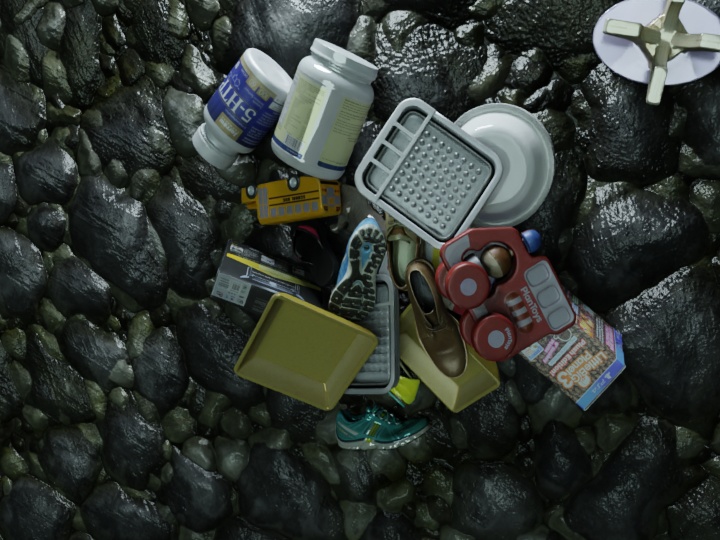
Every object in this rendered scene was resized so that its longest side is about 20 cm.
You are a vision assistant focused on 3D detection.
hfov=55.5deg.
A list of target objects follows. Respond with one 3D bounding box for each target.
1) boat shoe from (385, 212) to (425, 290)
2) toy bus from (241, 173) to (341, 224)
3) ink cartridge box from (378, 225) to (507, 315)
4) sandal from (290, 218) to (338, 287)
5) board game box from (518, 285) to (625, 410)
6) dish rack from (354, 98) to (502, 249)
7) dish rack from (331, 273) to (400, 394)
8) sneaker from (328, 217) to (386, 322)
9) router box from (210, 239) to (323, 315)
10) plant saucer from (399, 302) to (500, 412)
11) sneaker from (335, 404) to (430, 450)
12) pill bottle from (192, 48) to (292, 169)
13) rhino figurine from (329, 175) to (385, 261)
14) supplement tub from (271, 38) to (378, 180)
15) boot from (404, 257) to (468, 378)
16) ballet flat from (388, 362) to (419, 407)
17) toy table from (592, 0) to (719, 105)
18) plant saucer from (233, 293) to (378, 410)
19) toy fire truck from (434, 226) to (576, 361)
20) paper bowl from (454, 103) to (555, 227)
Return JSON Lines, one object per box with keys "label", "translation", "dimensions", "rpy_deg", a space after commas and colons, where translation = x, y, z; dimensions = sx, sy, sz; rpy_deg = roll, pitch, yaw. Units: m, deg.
{"label": "boat shoe", "translation": [0.075, -0.066, 1.136], "dimensions": [0.073, 0.074, 0.207], "rpy_deg": [-3, 99, 20]}
{"label": "toy bus", "translation": [-0.131, -0.131, 1.262], "dimensions": [0.195, 0.064, 0.081], "rpy_deg": [-6, 91, 35]}
{"label": "ink cartridge box", "translation": [0.147, -0.024, 1.204], "dimensions": [0.196, 0.083, 0.149], "rpy_deg": [26, 108, 13]}
{"label": "sandal", "translation": [-0.094, -0.045, 1.245], "dimensions": [0.044, 0.201, 0.076], "rpy_deg": [17, 114, -33]}
{"label": "board game box", "translation": [0.324, 0.100, 1.127], "dimensions": [0.199, 0.159, 0.098], "rpy_deg": [41, 112, 7]}
{"label": "dish rack", "translation": [0.107, -0.149, 1.082], "dimensions": [0.198, 0.044, 0.174], "rpy_deg": [36, 92, 8]}
{"label": "dish rack", "translation": [0.014, 0.117, 1.228], "dimensions": [0.169, 0.043, 0.207], "rpy_deg": [-10, 76, 47]}
{"label": "sneaker", "translation": [0.000, 0.000, 1.190], "dimensions": [0.076, 0.091, 0.204], "rpy_deg": [17, 119, -7]}
{"label": "router box", "translation": [-0.166, 0.027, 1.251], "dimensions": [0.195, 0.158, 0.053], "rpy_deg": [21, 110, -12]}
{"label": "plant saucer", "translation": [0.147, 0.144, 1.218], "dimensions": [0.200, 0.048, 0.201], "rpy_deg": [45, 151, 6]}
{"label": "sneaker", "translation": [0.038, 0.300, 1.320], "dimensions": [0.194, 0.077, 0.082], "rpy_deg": [-8, 90, 21]}
{"label": "pill bottle", "translation": [-0.218, -0.289, 1.258], "dimensions": [0.120, 0.119, 0.200], "rpy_deg": [46, 112, 4]}
{"label": "rhino figurine", "translation": [-0.013, -0.102, 1.254], "dimensions": [0.201, 0.059, 0.088], "rpy_deg": [51, 125, 17]}
{"label": "supplement tub", "translation": [-0.061, -0.278, 1.190], "dimensions": [0.142, 0.145, 0.204], "rpy_deg": [28, 109, 11]}
{"label": "boot", "translation": [0.116, 0.085, 1.088], "dimensions": [0.072, 0.076, 0.205], "rpy_deg": [-21, 97, 11]}
{"label": "ballet flat", "translation": [0.030, 0.175, 1.304], "dimensions": [0.198, 0.067, 0.068], "rpy_deg": [37, 90, 13]}
{"label": "toy table", "translation": [0.447, -0.342, 1.013], "dimensions": [0.194, 0.117, 0.190], "rpy_deg": [2, 102, 18]}
{"label": "plant saucer", "translation": [-0.095, 0.133, 1.183], "dimensions": [0.196, 0.049, 0.202], "rpy_deg": [24, 124, -14]}
{"label": "toy fire truck", "translation": [0.211, 0.026, 1.017], "dimensions": [0.165, 0.112, 0.204], "rpy_deg": [-29, 95, -1]}
{"label": "paper bowl", "translation": [0.223, -0.171, 1.136], "dimensions": [0.194, 0.104, 0.208], "rpy_deg": [4, 103, 17]}
